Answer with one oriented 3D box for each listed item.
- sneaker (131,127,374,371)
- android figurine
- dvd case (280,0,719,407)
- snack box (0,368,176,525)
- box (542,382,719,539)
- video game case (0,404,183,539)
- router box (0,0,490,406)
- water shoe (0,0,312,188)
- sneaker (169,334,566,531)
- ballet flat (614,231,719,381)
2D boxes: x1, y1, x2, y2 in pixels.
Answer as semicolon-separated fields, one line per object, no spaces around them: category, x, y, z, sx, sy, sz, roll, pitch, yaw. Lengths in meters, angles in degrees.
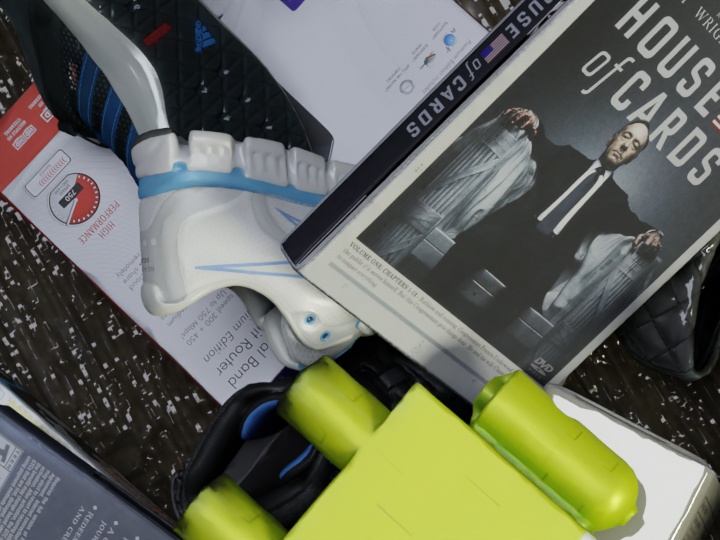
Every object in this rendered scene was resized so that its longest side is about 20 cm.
sneaker;0.000;0.000;0.970;0.198;0.075;0.087;7;84;-17
android figurine;0.030;0.130;0.912;0.200;0.041;0.182;39;87;11
dvd case;0.084;-0.041;0.925;0.200;0.150;0.025;-44;44;9
snack box;-0.160;0.121;1.059;0.200;0.037;0.116;39;90;17
box;0.067;0.156;0.974;0.077;0.095;0.201;27;82;16
video game case;-0.110;0.170;1.001;0.199;0.019;0.143;34;97;15
router box;-0.044;-0.061;1.071;0.179;0.049;0.200;41;88;18
water shoe;-0.089;-0.075;1.028;0.071;0.079;0.201;-34;92;-36
sneaker;0.011;0.055;0.999;0.200;0.112;0.073;-39;74;1
ballet flat;0.179;-0.040;1.007;0.057;0.066;0.201;39;95;37
